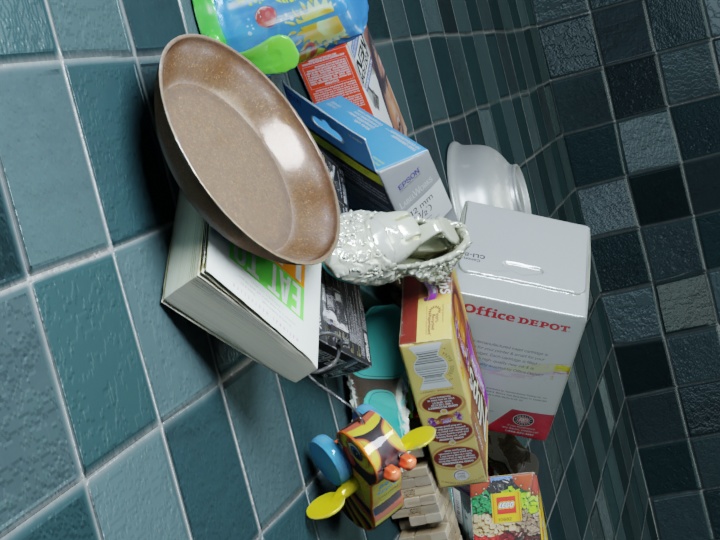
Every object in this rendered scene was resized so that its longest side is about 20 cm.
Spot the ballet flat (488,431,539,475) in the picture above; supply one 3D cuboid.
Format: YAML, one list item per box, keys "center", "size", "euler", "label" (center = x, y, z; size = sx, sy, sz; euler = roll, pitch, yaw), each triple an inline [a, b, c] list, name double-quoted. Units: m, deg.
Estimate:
- center: [0.160, 0.202, 1.772]
  size: [0.068, 0.046, 0.200]
  euler: [-61, 142, -18]
  label: "ballet flat"

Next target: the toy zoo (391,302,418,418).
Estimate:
- center: [0.053, 0.095, 1.626]
  size: [0.200, 0.020, 0.133]
  euler: [-43, 128, -72]
  label: "toy zoo"

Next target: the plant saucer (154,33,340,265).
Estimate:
- center: [-0.092, -0.085, 1.127]
  size: [0.200, 0.036, 0.202]
  euler: [42, 29, -30]
  label: "plant saucer"

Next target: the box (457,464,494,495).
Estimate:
- center: [0.119, 0.169, 1.793]
  size: [0.137, 0.039, 0.203]
  euler: [43, 38, -63]
  label: "box"

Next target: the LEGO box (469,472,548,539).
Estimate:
- center: [0.174, 0.343, 1.650]
  size: [0.201, 0.076, 0.150]
  euler: [74, 12, -49]
  label: "LEGO box"

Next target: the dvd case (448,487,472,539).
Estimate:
- center: [0.135, 0.342, 1.752]
  size: [0.200, 0.022, 0.148]
  euler: [47, 34, -63]
  label: "dvd case"

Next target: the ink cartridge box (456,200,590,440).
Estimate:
- center: [0.155, 0.055, 1.591]
  size: [0.146, 0.143, 0.201]
  euler: [-78, 180, -45]
  label: "ink cartridge box"

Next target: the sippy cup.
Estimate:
- center: [-0.065, -0.240, 1.310]
  size: [0.140, 0.129, 0.180]
  euler: [36, 45, -66]
  label: "sippy cup"

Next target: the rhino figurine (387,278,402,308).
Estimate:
- center: [0.050, -0.021, 1.605]
  size: [0.088, 0.059, 0.201]
  euler: [59, 11, -27]
  label: "rhino figurine"

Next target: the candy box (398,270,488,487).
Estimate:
- center: [0.085, 0.104, 1.470]
  size: [0.117, 0.056, 0.202]
  euler: [-84, 161, -50]
  label: "candy box"

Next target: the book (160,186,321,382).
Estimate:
- center: [-0.084, -0.025, 1.165]
  size: [0.133, 0.048, 0.202]
  euler: [39, 33, -32]
  label: "book"

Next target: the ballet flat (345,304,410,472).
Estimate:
- center: [0.014, 0.126, 1.451]
  size: [0.072, 0.071, 0.202]
  euler: [61, 25, -44]
  label: "ballet flat"

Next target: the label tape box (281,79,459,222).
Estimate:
- center: [0.014, -0.105, 1.459]
  size: [0.143, 0.066, 0.201]
  euler: [37, -19, 41]
  label: "label tape box"

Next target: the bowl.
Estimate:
- center: [0.197, -0.099, 2.174]
  size: [0.201, 0.089, 0.204]
  euler: [-13, 90, -75]
  label: "bowl"

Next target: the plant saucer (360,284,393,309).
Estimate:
- center: [0.000, 0.000, 1.555]
  size: [0.200, 0.019, 0.071]
  euler: [37, 44, -68]
  label: "plant saucer"

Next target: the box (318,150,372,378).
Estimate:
- center: [-0.048, -0.015, 1.342]
  size: [0.158, 0.049, 0.203]
  euler: [32, 47, -67]
  label: "box"

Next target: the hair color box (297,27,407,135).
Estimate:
- center: [-0.011, -0.195, 1.585]
  size: [0.112, 0.063, 0.201]
  euler: [-84, 157, -51]
  label: "hair color box"

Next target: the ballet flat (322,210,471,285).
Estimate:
- center: [0.038, -0.029, 1.336]
  size: [0.199, 0.071, 0.073]
  euler: [-1, 79, -58]
  label: "ballet flat"

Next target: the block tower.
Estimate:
- center: [0.064, 0.249, 1.518]
  size: [0.054, 0.057, 0.203]
  euler: [-52, 129, -69]
  label: "block tower"

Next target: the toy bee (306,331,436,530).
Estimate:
- center: [0.003, 0.164, 1.267]
  size: [0.108, 0.131, 0.200]
  euler: [37, -9, 42]
  label: "toy bee"
